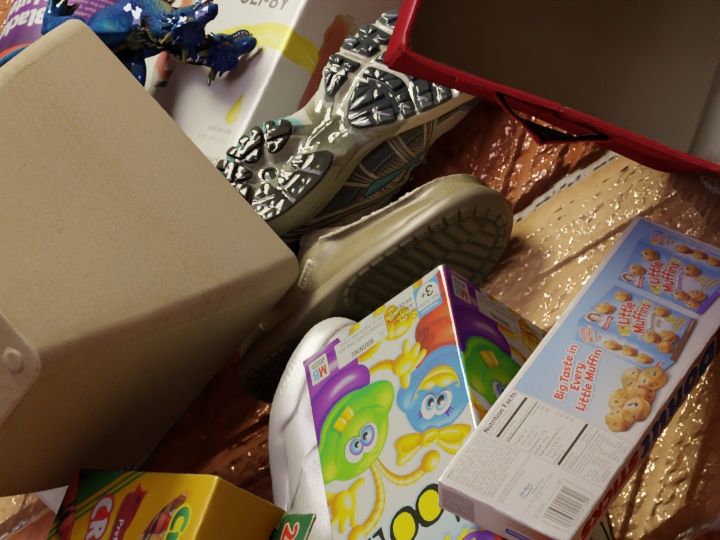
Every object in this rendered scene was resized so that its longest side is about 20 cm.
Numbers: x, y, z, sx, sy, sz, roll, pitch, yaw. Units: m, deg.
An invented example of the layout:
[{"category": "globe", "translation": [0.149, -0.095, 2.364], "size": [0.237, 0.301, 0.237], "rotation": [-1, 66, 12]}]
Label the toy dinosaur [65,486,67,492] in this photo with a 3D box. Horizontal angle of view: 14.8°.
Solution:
[{"category": "toy dinosaur", "translation": [-0.145, 0.216, 1.603], "size": [0.101, 0.058, 0.200], "rotation": [-40, 46, -1]}]

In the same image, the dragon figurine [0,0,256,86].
[{"category": "dragon figurine", "translation": [-0.160, -0.130, 1.670], "size": [0.200, 0.059, 0.099], "rotation": [-18, 31, 13]}]

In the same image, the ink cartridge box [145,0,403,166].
[{"category": "ink cartridge box", "translation": [-0.066, -0.115, 1.705], "size": [0.145, 0.083, 0.200], "rotation": [15, 77, 53]}]

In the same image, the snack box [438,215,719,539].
[{"category": "snack box", "translation": [0.118, 0.054, 1.338], "size": [0.072, 0.024, 0.200], "rotation": [23, 53, 23]}]

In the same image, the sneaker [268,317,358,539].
[{"category": "sneaker", "translation": [-0.005, 0.124, 1.496], "size": [0.088, 0.075, 0.200], "rotation": [0, 72, 35]}]

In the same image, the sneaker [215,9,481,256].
[{"category": "sneaker", "translation": [0.003, -0.077, 1.609], "size": [0.200, 0.086, 0.078], "rotation": [-35, 59, -7]}]

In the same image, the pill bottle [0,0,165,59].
[{"category": "pill bottle", "translation": [-0.187, -0.120, 1.802], "size": [0.111, 0.111, 0.200], "rotation": [-19, 44, 40]}]

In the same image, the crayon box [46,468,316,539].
[{"category": "crayon box", "translation": [-0.113, 0.174, 1.481], "size": [0.200, 0.051, 0.127], "rotation": [-5, 60, 56]}]

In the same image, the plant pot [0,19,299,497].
[{"category": "plant pot", "translation": [-0.194, 0.013, 1.540], "size": [0.200, 0.177, 0.200], "rotation": [48, 127, 9]}]

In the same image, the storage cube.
[{"category": "storage cube", "translation": [0.120, -0.155, 1.382], "size": [0.180, 0.171, 0.200], "rotation": [-138, 68, -87]}]

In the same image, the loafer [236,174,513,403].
[{"category": "loafer", "translation": [0.000, 0.000, 1.558], "size": [0.200, 0.076, 0.067], "rotation": [-35, 49, 27]}]

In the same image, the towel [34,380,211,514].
[{"category": "towel", "translation": [-0.185, 0.029, 1.673], "size": [0.200, 0.035, 0.193], "rotation": [44, 112, 13]}]

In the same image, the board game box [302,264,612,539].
[{"category": "board game box", "translation": [0.053, 0.117, 1.395], "size": [0.103, 0.105, 0.200], "rotation": [-36, 43, 26]}]
